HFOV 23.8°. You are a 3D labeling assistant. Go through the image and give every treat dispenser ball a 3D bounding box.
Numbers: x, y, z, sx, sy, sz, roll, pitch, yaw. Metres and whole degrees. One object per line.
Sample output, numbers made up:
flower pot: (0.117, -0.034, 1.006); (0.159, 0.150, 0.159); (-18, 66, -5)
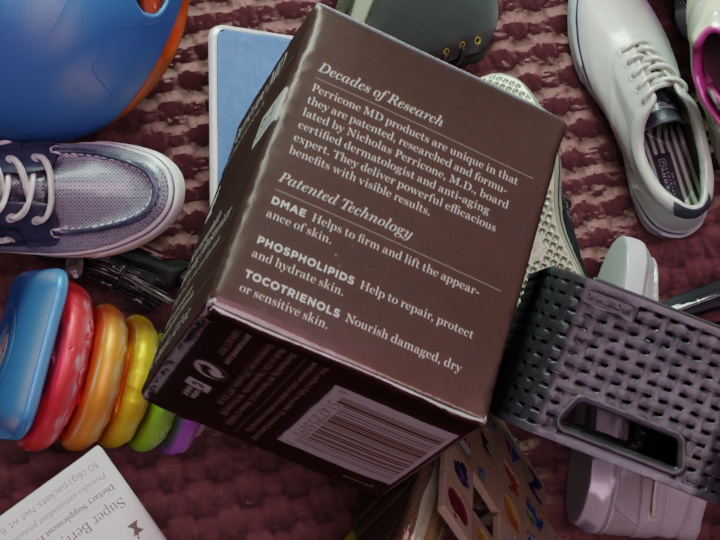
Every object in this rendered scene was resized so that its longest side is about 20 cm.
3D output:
treat dispenser ball: (-0.206, -0.179, 1.060); (0.199, 0.201, 0.203); (2, 79, -10)

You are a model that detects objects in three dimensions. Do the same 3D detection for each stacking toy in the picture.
stacking toy: (-0.135, 0.076, 1.090); (0.199, 0.116, 0.111); (16, 81, -22)

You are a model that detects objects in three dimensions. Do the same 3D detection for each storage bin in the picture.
storage bin: (0.154, 0.065, 1.020); (0.134, 0.200, 0.094); (21, 88, 2)

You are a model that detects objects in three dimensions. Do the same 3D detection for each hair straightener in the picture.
hair straightener: (-0.177, -0.004, 1.104); (0.199, 0.077, 0.041); (28, 114, -11)

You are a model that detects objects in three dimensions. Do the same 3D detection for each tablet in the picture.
tablet: (-0.044, -0.061, 1.149); (0.129, 0.014, 0.202); (5, 77, -29)

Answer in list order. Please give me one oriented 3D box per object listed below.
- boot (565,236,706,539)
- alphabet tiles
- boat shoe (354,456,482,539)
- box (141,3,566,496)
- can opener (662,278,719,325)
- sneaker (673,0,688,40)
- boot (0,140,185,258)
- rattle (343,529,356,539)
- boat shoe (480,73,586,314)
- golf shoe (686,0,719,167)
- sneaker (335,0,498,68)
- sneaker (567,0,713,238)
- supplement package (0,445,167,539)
boot: (0.201, 0.083, 1.161); (0.095, 0.074, 0.202); (9, 87, -10)
alphabet tiles: (0.101, 0.166, 1.075); (0.008, 0.168, 0.201); (-24, 116, 18)
boat shoe: (0.049, 0.126, 1.076); (0.076, 0.072, 0.201); (40, 33, -18)
box: (-0.006, -0.005, 0.983); (0.163, 0.166, 0.201); (23, 62, -11)
can opener: (0.300, 0.016, 1.194); (0.198, 0.079, 0.064); (-10, 87, -2)
sneaker: (0.255, -0.238, 1.222); (0.200, 0.075, 0.115); (42, 69, -7)
boot: (-0.211, -0.043, 1.022); (0.198, 0.090, 0.073); (-5, 86, 10)
rattle: (0.002, 0.269, 1.093); (0.142, 0.130, 0.201); (-25, 119, 7)
boat shoe: (0.111, -0.035, 1.165); (0.074, 0.062, 0.201); (-17, 82, 1)
golf shoe: (0.263, -0.103, 1.166); (0.075, 0.092, 0.201); (-13, 116, 27)
sneaker: (0.029, -0.136, 1.148); (0.106, 0.075, 0.201); (24, 68, -14)
sneaker: (0.204, -0.124, 1.195); (0.073, 0.071, 0.201); (-19, 82, -13)
supplement package: (-0.151, 0.225, 1.037); (0.121, 0.120, 0.201); (-36, 88, -15)
